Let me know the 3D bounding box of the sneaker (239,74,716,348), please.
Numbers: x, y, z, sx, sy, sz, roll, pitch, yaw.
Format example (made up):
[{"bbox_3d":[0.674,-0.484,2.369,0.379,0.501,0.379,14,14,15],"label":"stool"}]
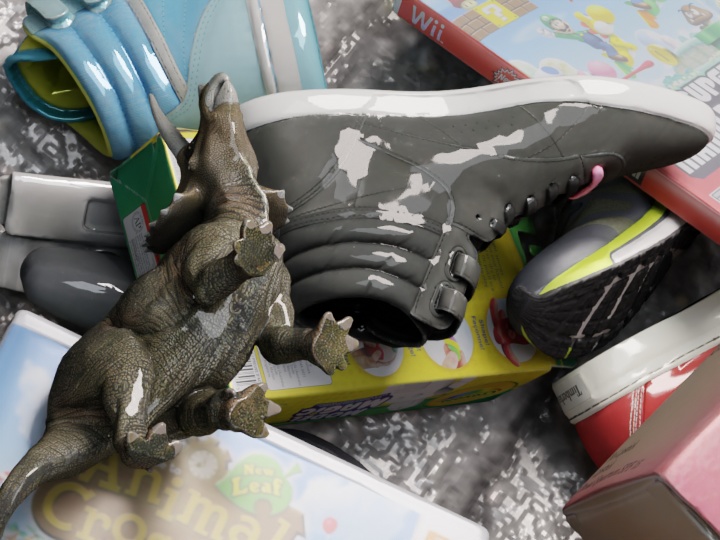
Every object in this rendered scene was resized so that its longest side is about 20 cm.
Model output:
[{"bbox_3d":[0.049,-0.020,0.921,0.199,0.071,0.100,-4,74,-13],"label":"sneaker"}]

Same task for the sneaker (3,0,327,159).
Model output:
[{"bbox_3d":[-0.096,-0.133,1.000,0.130,0.080,0.200,-17,53,-1],"label":"sneaker"}]

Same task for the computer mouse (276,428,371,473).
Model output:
[{"bbox_3d":[0.005,0.166,0.941,0.200,0.046,0.141,35,89,10],"label":"computer mouse"}]

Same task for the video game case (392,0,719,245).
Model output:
[{"bbox_3d":[0.131,-0.088,1.033,0.200,0.017,0.143,37,42,19],"label":"video game case"}]

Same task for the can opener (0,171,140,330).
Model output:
[{"bbox_3d":[-0.162,-0.015,0.936,0.199,0.067,0.053,7,112,-14],"label":"can opener"}]

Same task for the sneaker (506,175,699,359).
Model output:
[{"bbox_3d":[0.107,-0.031,1.024,0.081,0.074,0.200,35,39,11],"label":"sneaker"}]

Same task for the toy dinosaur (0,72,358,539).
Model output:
[{"bbox_3d":[-0.067,0.030,0.834,0.077,0.102,0.200,36,76,-27],"label":"toy dinosaur"}]

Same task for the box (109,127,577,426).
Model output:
[{"bbox_3d":[0.000,0.000,0.975,0.199,0.048,0.118,-4,71,-39],"label":"box"}]

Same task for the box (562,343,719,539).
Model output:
[{"bbox_3d":[0.197,0.060,0.933,0.109,0.128,0.200,46,72,1],"label":"box"}]

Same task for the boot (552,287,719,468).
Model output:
[{"bbox_3d":[0.199,0.067,1.033,0.200,0.072,0.145,-28,84,-20],"label":"boot"}]

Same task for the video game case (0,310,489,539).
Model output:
[{"bbox_3d":[-0.071,0.132,0.840,0.199,0.022,0.182,26,60,-5],"label":"video game case"}]
